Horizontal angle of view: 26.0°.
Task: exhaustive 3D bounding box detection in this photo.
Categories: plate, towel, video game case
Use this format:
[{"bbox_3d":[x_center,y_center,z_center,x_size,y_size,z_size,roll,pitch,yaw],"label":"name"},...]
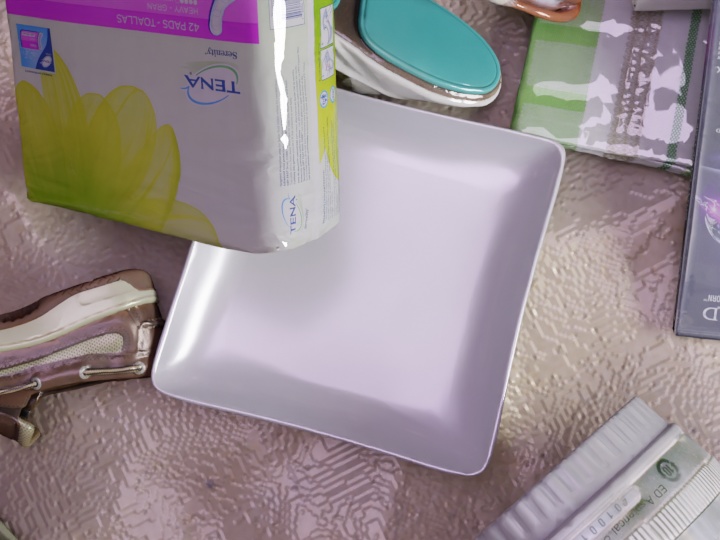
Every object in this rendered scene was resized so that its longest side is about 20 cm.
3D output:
[{"bbox_3d":[0.000,0.000,0.898,0.198,0.032,0.202,14,78,6],"label":"plate"},{"bbox_3d":[0.198,-0.126,0.914,0.198,0.031,0.151,12,80,9],"label":"towel"},{"bbox_3d":[0.255,-0.055,0.862,0.141,0.019,0.202,6,104,6],"label":"video game case"}]

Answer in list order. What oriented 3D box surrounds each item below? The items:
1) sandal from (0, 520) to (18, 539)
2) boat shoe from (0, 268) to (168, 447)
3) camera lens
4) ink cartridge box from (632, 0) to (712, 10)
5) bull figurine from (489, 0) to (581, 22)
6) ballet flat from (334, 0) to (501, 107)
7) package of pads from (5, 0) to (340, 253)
[{"bbox_3d":[-0.219,0.180,0.879,0.200,0.057,0.080,33,85,9],"label":"sandal"},{"bbox_3d":[-0.205,0.066,0.891,0.201,0.075,0.075,-20,85,1],"label":"boat shoe"},{"bbox_3d":[0.154,0.187,0.795,0.160,0.160,0.200,-41,80,-3],"label":"camera lens"},{"bbox_3d":[0.249,-0.230,0.879,0.198,0.083,0.148,-1,67,4],"label":"ink cartridge box"},{"bbox_3d":[0.071,-0.234,0.890,0.065,0.121,0.201,-34,72,34],"label":"bull figurine"},{"bbox_3d":[-0.014,-0.141,0.905,0.199,0.069,0.070,23,82,-17],"label":"ballet flat"},{"bbox_3d":[-0.104,-0.097,0.846,0.199,0.068,0.156,12,114,34],"label":"package of pads"}]
